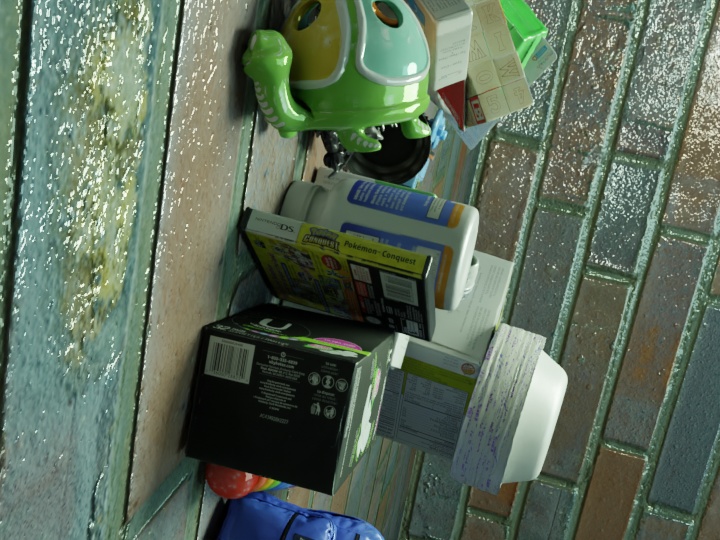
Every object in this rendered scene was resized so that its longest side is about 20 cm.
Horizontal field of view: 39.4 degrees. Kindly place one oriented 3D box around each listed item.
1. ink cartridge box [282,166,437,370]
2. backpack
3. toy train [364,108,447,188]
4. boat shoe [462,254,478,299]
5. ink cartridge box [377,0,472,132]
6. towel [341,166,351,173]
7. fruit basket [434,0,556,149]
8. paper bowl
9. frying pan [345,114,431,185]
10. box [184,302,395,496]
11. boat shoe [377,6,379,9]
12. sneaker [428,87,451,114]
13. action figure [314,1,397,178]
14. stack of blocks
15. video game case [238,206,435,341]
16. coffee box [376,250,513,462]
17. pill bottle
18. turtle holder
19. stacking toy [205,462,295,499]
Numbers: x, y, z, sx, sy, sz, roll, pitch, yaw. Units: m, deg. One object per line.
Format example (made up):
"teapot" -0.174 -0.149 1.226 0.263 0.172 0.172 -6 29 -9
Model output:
"ink cartridge box" 0.000 0.000 1.158 0.084 0.144 0.203 42 62 -79
"backpack" -0.066 0.338 1.092 0.168 0.198 0.164 82 24 -64
"toy train" 0.059 -0.163 1.322 0.200 0.086 0.116 -29 139 -83
"boat shoe" 0.057 -0.036 1.258 0.074 0.198 0.066 -61 172 -47
"ink cartridge box" 0.051 -0.263 1.050 0.177 0.044 0.201 86 -20 -57
"towel" 0.011 -0.189 1.303 0.146 0.030 0.203 -49 151 -70
"fruit basket" 0.151 -0.292 1.343 0.093 0.186 0.200 -30 168 -36
"paper bowl" 0.187 0.174 1.228 0.201 0.103 0.203 18 90 -77
"frying pan" 0.024 -0.124 1.223 0.031 0.113 0.192 -74 174 -64
"box" -0.060 0.114 0.971 0.200 0.147 0.126 -19 120 -77
"boat shoe" 0.059 -0.326 1.264 0.200 0.071 0.073 -53 156 -66
"sneaker" 0.108 -0.301 1.251 0.099 0.077 0.203 31 -68 62
"action figure" -0.002 -0.181 1.048 0.201 0.101 0.120 90 6 -48
"stack of blocks" 0.107 -0.256 1.066 0.115 0.058 0.202 -169 -122 -78
"video game case" -0.015 0.009 0.989 0.200 0.179 0.026 76 31 -69
"coffee box" 0.074 0.093 1.334 0.200 0.198 0.199 -62 164 -46
"pill bottle" 0.017 -0.033 1.058 0.112 0.198 0.114 14 90 -79
"turtle holder" -0.025 -0.181 0.886 0.141 0.183 0.133 -138 -136 -63
"stacking toy" -0.107 0.203 1.058 0.200 0.084 0.086 3 100 -74
